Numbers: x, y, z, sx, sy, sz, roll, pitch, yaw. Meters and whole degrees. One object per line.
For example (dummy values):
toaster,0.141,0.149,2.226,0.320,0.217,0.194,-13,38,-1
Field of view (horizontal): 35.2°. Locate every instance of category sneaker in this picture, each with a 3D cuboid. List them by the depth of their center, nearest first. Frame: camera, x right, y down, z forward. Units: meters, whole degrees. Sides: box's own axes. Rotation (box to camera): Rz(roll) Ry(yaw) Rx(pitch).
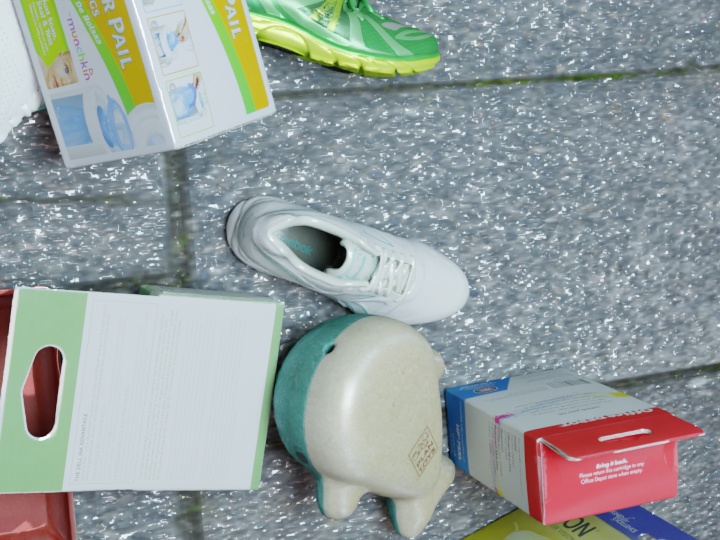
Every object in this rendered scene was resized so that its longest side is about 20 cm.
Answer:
sneaker,-0.242,-0.116,0.753,0.088,0.075,0.200,12,93,-33
sneaker,-0.026,-0.191,0.815,0.200,0.074,0.084,15,96,-21
sneaker,0.000,0.000,0.851,0.200,0.080,0.071,17,90,-23

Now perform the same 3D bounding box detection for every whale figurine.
whale figurine,0.005,0.120,0.872,0.159,0.104,0.200,-55,136,-26

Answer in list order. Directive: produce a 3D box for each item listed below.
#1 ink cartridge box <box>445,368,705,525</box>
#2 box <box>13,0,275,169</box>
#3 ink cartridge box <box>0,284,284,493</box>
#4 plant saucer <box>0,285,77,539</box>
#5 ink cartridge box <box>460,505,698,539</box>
ink cartridge box,0.158,0.134,0.864,0.116,0.200,0.067,-8,100,-19
box,-0.150,-0.179,0.734,0.101,0.112,0.200,-31,110,-49
ink cartridge box,-0.158,0.083,0.806,0.200,0.048,0.146,6,96,-29
plant saucer,-0.304,0.116,0.778,0.199,0.037,0.201,-6,99,-19
ink cartridge box,0.170,0.237,0.886,0.200,0.198,0.047,-28,107,-15
